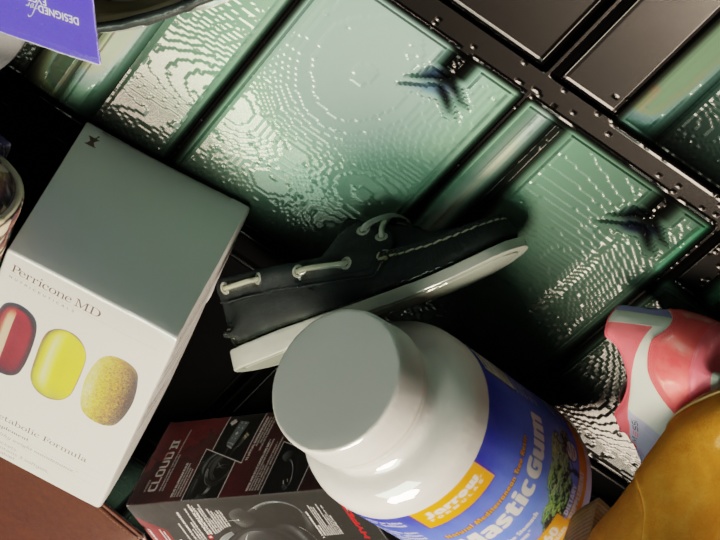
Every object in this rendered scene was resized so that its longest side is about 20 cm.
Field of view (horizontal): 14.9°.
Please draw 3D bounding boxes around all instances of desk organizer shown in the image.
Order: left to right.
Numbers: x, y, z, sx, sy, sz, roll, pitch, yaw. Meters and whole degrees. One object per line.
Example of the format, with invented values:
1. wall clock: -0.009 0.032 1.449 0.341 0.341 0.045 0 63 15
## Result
1. desk organizer: -0.234 0.142 1.768 0.200 0.077 0.072 39 171 9

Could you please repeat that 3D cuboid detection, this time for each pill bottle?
1. pill bottle: 0.038 0.095 1.528 0.112 0.112 0.200 -3 158 32

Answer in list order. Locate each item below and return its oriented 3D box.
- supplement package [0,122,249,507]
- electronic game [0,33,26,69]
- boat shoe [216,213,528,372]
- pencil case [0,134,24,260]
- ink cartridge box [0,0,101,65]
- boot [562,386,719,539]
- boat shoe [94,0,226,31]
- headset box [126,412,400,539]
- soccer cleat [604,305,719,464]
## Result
1. supplement package: -0.158 0.029 1.623 0.114 0.110 0.200 27 142 0
2. electronic game: -0.261 -0.185 1.492 0.200 0.042 0.200 16 133 18
3. boat shoe: 0.000 0.000 1.532 0.200 0.076 0.060 -22 82 27
4. pencil case: -0.253 0.003 1.571 0.078 0.090 0.200 -6 143 -29
5. ink cartridge box: -0.220 -0.208 1.368 0.198 0.043 0.200 20 128 31
6. boot: 0.164 0.155 1.454 0.071 0.144 0.201 35 130 -16
7. boat shoe: -0.080 -0.165 1.384 0.200 0.060 0.076 -19 123 43
8. headset box: -0.038 0.165 1.735 0.200 0.077 0.149 -8 130 38
9. soccer cleat: 0.178 0.098 1.547 0.076 0.067 0.200 20 141 26
